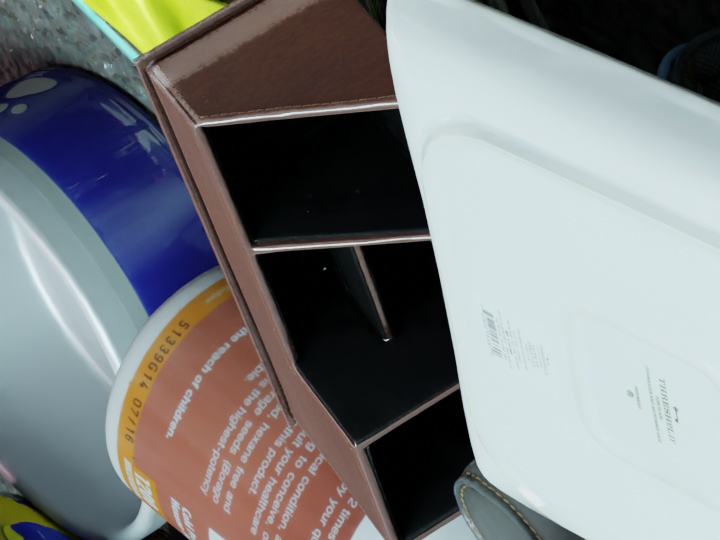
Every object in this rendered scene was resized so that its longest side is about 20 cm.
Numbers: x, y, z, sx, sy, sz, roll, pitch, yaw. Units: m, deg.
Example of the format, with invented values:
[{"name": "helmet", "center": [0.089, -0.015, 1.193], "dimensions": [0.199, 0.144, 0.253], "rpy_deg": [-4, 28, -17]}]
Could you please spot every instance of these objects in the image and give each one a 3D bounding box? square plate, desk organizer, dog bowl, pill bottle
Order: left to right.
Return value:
[{"name": "dog bowl", "center": [-0.124, 0.016, 1.206], "dimensions": [0.200, 0.079, 0.200], "rpy_deg": [38, 147, 31]}, {"name": "desk organizer", "center": [0.000, 0.000, 0.908], "dimensions": [0.077, 0.072, 0.200], "rpy_deg": [51, 168, 38]}, {"name": "pill bottle", "center": [0.005, 0.086, 1.042], "dimensions": [0.200, 0.112, 0.112], "rpy_deg": [36, 145, 35]}, {"name": "square plate", "center": [0.088, 0.031, 0.754], "dimensions": [0.198, 0.028, 0.200], "rpy_deg": [27, 145, 36]}]

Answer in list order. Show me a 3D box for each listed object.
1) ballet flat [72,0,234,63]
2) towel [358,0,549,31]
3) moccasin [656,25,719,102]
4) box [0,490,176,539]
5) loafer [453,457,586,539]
[{"name": "ballet flat", "center": [-0.092, -0.123, 0.900], "dimensions": [0.200, 0.067, 0.067], "rpy_deg": [36, 117, -27]}, {"name": "towel", "center": [0.019, -0.097, 0.868], "dimensions": [0.200, 0.035, 0.193], "rpy_deg": [48, 160, 60]}, {"name": "moccasin", "center": [0.114, -0.046, 0.760], "dimensions": [0.068, 0.080, 0.200], "rpy_deg": [26, 130, -9]}, {"name": "box", "center": [-0.110, 0.201, 1.228], "dimensions": [0.200, 0.122, 0.193], "rpy_deg": [34, -173, 35]}, {"name": "loafer", "center": [0.082, 0.135, 0.860], "dimensions": [0.200, 0.072, 0.073], "rpy_deg": [51, 164, 32]}]
